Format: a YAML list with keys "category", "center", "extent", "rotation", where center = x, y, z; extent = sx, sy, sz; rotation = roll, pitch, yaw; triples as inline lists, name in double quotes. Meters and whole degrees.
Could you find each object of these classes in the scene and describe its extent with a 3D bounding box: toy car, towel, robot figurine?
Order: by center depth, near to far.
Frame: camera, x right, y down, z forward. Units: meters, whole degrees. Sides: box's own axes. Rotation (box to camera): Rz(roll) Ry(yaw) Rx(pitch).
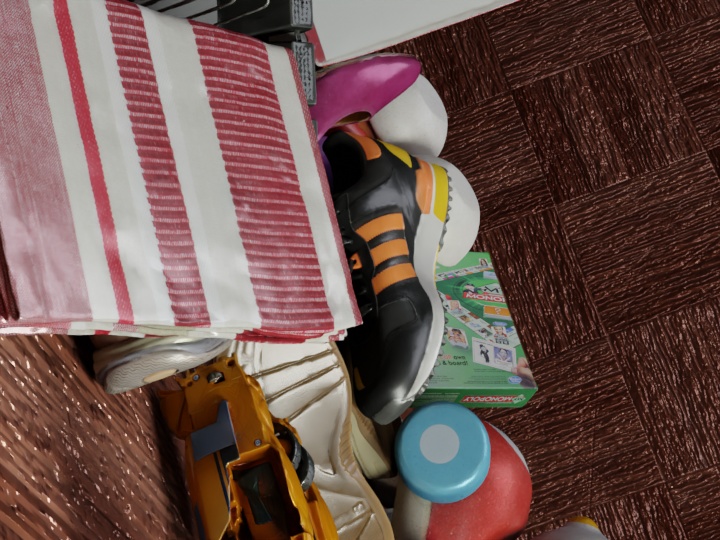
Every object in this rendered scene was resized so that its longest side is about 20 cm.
- category: "towel"
  center: [-0.081, -0.041, 0.623]
  extent: [0.200, 0.023, 0.145]
  rotation: [6, 66, -52]
- category: "robot figurine"
  center: [-0.037, 0.148, 0.724]
  extent: [0.145, 0.058, 0.201]
  rotation: [61, 10, -61]
- category: "toy car"
  center: [0.115, 0.192, 1.010]
  extent: [0.184, 0.199, 0.178]
  rotation: [79, 21, -70]
- category: "toy car"
  center: [-0.027, -0.060, 1.080]
  extent: [0.150, 0.175, 0.201]
  rotation: [34, 33, -50]

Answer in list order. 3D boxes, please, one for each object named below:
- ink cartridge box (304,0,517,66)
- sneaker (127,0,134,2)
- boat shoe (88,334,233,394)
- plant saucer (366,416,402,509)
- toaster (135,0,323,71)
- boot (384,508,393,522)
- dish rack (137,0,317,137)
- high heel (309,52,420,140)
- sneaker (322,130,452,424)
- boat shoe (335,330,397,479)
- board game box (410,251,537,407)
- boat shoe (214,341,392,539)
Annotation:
- category: "ink cartridge box"
  center: [0.022, -0.211, 0.899]
  extent: [0.200, 0.144, 0.146]
  rotation: [-77, 147, -80]
- category: "sneaker"
  center: [-0.126, -0.166, 0.749]
  extent: [0.074, 0.087, 0.201]
  rotation: [40, 33, -68]
- category: "boat shoe"
  center: [-0.085, -0.003, 0.713]
  extent: [0.200, 0.075, 0.072]
  rotation: [-85, 153, -82]
- category: "plant saucer"
  center: [0.003, 0.115, 1.271]
  extent: [0.200, 0.036, 0.201]
  rotation: [162, -90, -84]
- category: "toaster"
  center: [-0.112, -0.199, 0.914]
  extent: [0.181, 0.118, 0.201]
  rotation: [62, 10, -54]
- category: "boot"
  center: [0.047, 0.255, 1.252]
  extent: [0.200, 0.073, 0.096]
  rotation: [51, 32, -67]
- category: "dish rack"
  center: [-0.092, -0.111, 0.697]
  extent: [0.200, 0.054, 0.154]
  rotation: [-4, 91, -53]
- category: "high heel"
  center: [-0.033, -0.062, 0.929]
  extent: [0.097, 0.199, 0.067]
  rotation: [65, -23, -1]
- category: "sneaker"
  center: [0.000, 0.000, 0.933]
  extent: [0.090, 0.070, 0.201]
  rotation: [26, 46, -21]
- category: "boat shoe"
  center: [-0.035, 0.072, 0.974]
  extent: [0.200, 0.072, 0.072]
  rotation: [64, 17, -49]
- category: "board game box"
  center: [0.028, 0.042, 1.189]
  extent: [0.029, 0.199, 0.135]
  rotation: [-58, -141, 44]
- category: "boat shoe"
  center: [-0.039, 0.087, 0.872]
  extent: [0.072, 0.072, 0.201]
  rotation: [47, -19, 60]
